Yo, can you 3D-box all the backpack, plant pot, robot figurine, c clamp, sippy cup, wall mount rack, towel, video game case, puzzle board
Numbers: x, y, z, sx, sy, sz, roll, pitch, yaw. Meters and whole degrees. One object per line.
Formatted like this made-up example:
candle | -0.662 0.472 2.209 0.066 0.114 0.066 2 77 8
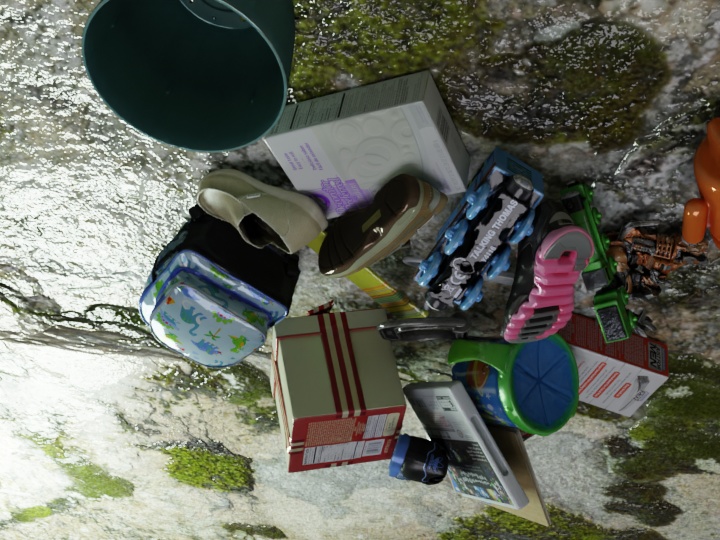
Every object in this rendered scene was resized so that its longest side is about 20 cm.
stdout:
backpack | -0.204 0.040 1.385 0.183 0.147 0.200 31 140 -17
plant pot | -0.156 -0.246 1.024 0.200 0.161 0.201 7 140 6
robot figurine | 0.426 -0.084 1.108 0.117 0.144 0.200 22 154 43
c clamp | 0.107 0.076 1.345 0.170 0.027 0.200 -1 170 11
sippy cup | 0.194 0.146 1.342 0.130 0.140 0.178 -10 110 52
wall mount rack | 0.148 0.036 1.356 0.200 0.075 0.174 11 173 3
towel | 0.000 0.000 1.330 0.200 0.018 0.086 39 163 -13
video game case | 0.137 0.232 1.384 0.182 0.023 0.200 60 163 -2
puzzle board | 0.176 0.268 1.436 0.200 0.017 0.151 6 122 56

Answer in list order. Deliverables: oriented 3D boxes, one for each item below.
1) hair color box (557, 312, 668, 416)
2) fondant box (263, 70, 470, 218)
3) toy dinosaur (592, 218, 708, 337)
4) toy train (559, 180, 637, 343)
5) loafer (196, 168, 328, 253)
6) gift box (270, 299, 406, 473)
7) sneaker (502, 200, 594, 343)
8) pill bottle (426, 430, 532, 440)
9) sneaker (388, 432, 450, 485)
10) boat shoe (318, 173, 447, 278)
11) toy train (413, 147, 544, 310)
hair color box | 0.310 0.124 1.420 0.200 0.064 0.111 20 139 -6
fondant box | 0.010 -0.140 1.189 0.200 0.058 0.144 -9 137 25
toy dinosaur | 0.324 -0.005 1.267 0.200 0.102 0.136 8 128 33
toy train | 0.277 -0.009 1.206 0.042 0.056 0.200 -17 97 29
loafer | -0.134 -0.071 1.258 0.200 0.068 0.076 15 147 36
gift box | -0.026 0.164 1.462 0.200 0.187 0.185 -4 143 -16
sneaker | 0.211 0.002 1.211 0.079 0.095 0.200 -2 135 -20
pill bottle | 0.191 0.217 1.518 0.116 0.116 0.200 26 138 -17
sneaker | 0.085 0.271 1.444 0.078 0.070 0.200 19 173 8
boat shoe | 0.027 -0.041 1.216 0.076 0.072 0.200 12 150 -34
toy train | 0.138 -0.042 1.199 0.087 0.114 0.200 29 121 -7
